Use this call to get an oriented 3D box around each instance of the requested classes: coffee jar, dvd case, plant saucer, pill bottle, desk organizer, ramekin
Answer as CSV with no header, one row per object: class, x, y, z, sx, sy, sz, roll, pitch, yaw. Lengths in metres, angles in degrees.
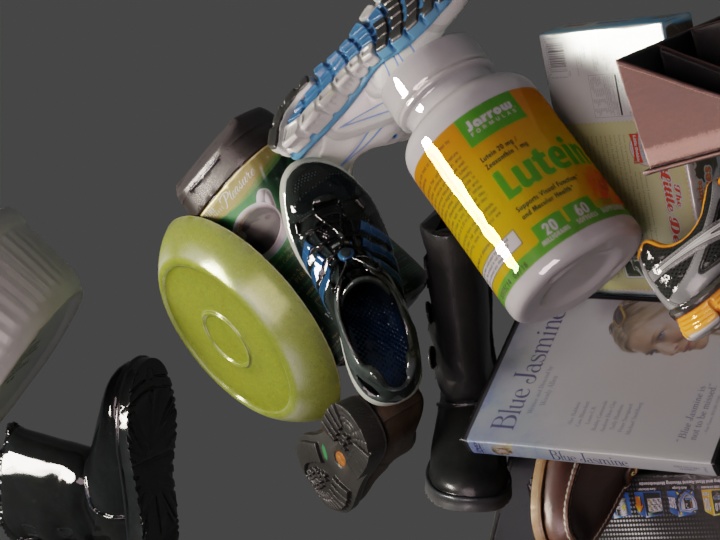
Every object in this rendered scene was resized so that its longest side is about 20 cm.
coffee jar,-0.049,-0.028,1.718,0.200,0.085,0.104,47,121,6
dvd case,0.183,0.076,1.552,0.200,0.143,0.018,2,141,34
plant saucer,-0.097,0.047,1.741,0.200,0.031,0.200,37,150,26
pill bottle,0.102,-0.071,1.576,0.111,0.111,0.200,-47,67,31
desk organizer,0.245,-0.127,1.461,0.072,0.200,0.077,-15,97,32
ramekin,-0.314,0.053,1.830,0.094,0.202,0.202,34,119,2

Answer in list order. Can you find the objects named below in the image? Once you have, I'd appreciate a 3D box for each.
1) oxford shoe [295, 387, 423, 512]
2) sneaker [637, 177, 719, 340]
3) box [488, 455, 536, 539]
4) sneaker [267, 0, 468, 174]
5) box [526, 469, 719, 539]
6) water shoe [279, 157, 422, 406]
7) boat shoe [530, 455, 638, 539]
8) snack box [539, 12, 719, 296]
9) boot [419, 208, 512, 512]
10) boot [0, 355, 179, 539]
oxford shoe,0.006,0.138,1.732,0.073,0.084,0.200,58,155,7
sneaker,0.275,-0.043,1.504,0.200,0.078,0.077,-43,78,-7
box,0.206,0.187,1.674,0.200,0.044,0.160,22,115,21
sneaker,0.023,-0.146,1.662,0.087,0.075,0.200,34,115,-27
box,0.236,0.235,1.620,0.200,0.048,0.193,-5,101,30
water shoe,0.000,0.000,1.620,0.071,0.079,0.200,-22,79,-9
boat shoe,0.178,0.116,1.580,0.070,0.200,0.070,-5,140,34
snack box,0.200,-0.081,1.578,0.116,0.037,0.200,1,107,47
boot,0.079,0.061,1.640,0.066,0.165,0.200,-1,107,-1
boot,-0.240,0.161,1.894,0.162,0.073,0.198,8,110,30
